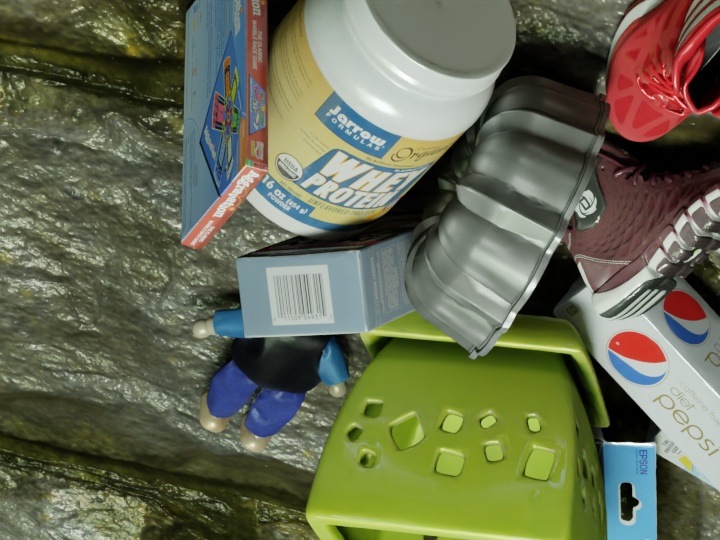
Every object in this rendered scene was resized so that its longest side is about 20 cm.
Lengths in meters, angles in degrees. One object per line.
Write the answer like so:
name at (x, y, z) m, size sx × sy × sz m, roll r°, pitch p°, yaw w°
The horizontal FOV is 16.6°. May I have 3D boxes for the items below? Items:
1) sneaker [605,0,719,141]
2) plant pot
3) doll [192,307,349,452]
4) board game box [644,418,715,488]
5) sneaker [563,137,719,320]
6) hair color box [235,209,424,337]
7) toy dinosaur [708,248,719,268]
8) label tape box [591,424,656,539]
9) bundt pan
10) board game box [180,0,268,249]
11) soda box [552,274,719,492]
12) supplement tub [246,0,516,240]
sneaker at (0.204, -0.130, 1.615) m, size 0.078 × 0.116 × 0.201 m, roll 23°, pitch 139°, yaw -2°
plant pot at (0.086, 0.136, 1.825) m, size 0.197 × 0.183 × 0.200 m, roll 4°, pitch 158°, yaw 15°
doll at (-0.075, 0.071, 2.002) m, size 0.136 × 0.049 × 0.200 m, roll 27°, pitch 139°, yaw -7°
board game box at (0.327, 0.109, 1.882) m, size 0.134 × 0.034 × 0.200 m, roll 31°, pitch 138°, yaw -10°
sneaker at (0.216, -0.065, 1.720) m, size 0.200 × 0.116 × 0.076 m, roll -41°, pitch 158°, yaw 18°
hair color box at (0.000, 0.000, 1.782) m, size 0.098 × 0.200 × 0.061 m, roll -3°, pitch 98°, yaw 25°
toy dinosaur at (0.335, 0.002, 1.728) m, size 0.199 × 0.077 × 0.103 m, roll -11°, pitch 123°, yaw 28°
label tape box at (0.146, 0.154, 1.986) m, size 0.198 × 0.066 × 0.144 m, roll 6°, pitch 136°, yaw 14°
bundt pan at (0.091, -0.045, 1.687) m, size 0.075 × 0.203 × 0.202 m, roll 26°, pitch 139°, yaw -6°
board game box at (-0.093, -0.125, 1.688) m, size 0.019 × 0.201 × 0.103 m, roll 15°, pitch 144°, yaw -23°
soda box at (0.240, 0.071, 1.819) m, size 0.200 × 0.064 × 0.068 m, roll 46°, pitch 136°, yaw -5°
supplement tub at (0.003, -0.128, 1.681) m, size 0.144 × 0.145 × 0.200 m, roll 32°, pitch 138°, yaw -12°
